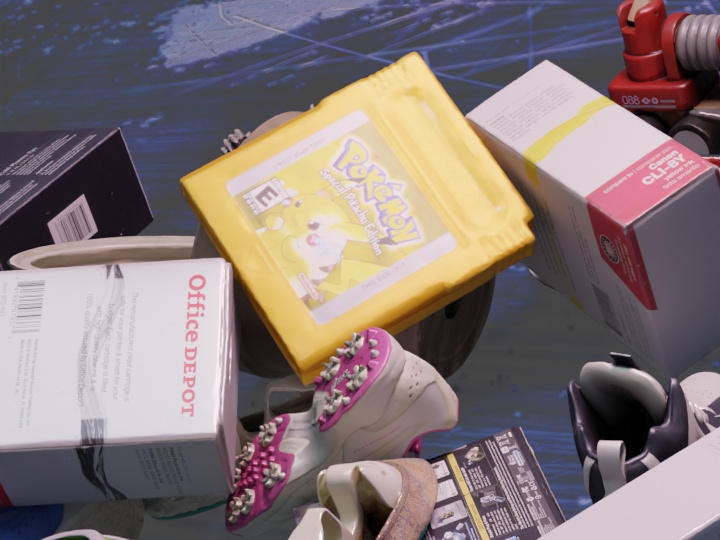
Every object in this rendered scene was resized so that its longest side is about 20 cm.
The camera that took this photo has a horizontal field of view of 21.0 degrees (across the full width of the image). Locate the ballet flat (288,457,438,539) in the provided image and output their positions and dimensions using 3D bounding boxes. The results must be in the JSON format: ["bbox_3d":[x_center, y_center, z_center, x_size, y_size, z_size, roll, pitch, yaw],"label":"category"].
[{"bbox_3d":[-0.007,0.155,1.135,0.067,0.068,0.200,-11,28,27],"label":"ballet flat"}]

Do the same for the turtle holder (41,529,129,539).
[{"bbox_3d":[-0.142,0.222,1.100,0.140,0.133,0.185,-35,18,-24],"label":"turtle holder"}]

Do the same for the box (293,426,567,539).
[{"bbox_3d":[0.051,0.182,1.171,0.160,0.049,0.200,-19,25,-2],"label":"box"}]

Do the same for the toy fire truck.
[{"bbox_3d":[0.286,-0.197,1.578,0.175,0.201,0.129,5,34,41],"label":"toy fire truck"}]

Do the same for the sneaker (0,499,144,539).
[{"bbox_3d":[-0.251,0.198,1.317,0.111,0.077,0.200,9,38,44],"label":"sneaker"}]

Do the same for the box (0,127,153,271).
[{"bbox_3d":[-0.330,-0.042,1.815,0.181,0.105,0.200,2,33,36],"label":"box"}]

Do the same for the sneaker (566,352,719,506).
[{"bbox_3d":[0.181,0.088,1.170,0.079,0.131,0.199,1,32,34],"label":"sneaker"}]

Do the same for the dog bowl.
[{"bbox_3d":[-0.180,0.022,1.555,0.198,0.075,0.200,-1,10,0],"label":"dog bowl"}]

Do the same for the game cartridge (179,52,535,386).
[{"bbox_3d":[0.001,-0.041,1.349,0.199,0.033,0.177,-30,67,-11],"label":"game cartridge"}]

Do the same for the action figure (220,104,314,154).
[{"bbox_3d":[-0.055,-0.095,1.735,0.118,0.103,0.201,-24,25,17],"label":"action figure"}]

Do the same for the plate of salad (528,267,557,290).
[{"bbox_3d":[0.221,-0.041,1.495,0.198,0.048,0.201,-16,26,8],"label":"plate of salad"}]

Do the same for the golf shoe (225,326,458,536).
[{"bbox_3d":[-0.015,0.123,1.275,0.200,0.091,0.076,-45,30,36],"label":"golf shoe"}]

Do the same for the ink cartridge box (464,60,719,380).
[{"bbox_3d":[0.172,-0.040,1.363,0.083,0.146,0.200,-34,40,-13],"label":"ink cartridge box"}]

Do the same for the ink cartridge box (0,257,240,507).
[{"bbox_3d":[-0.181,0.076,1.307,0.198,0.084,0.146,-3,54,4],"label":"ink cartridge box"}]

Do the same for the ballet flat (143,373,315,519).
[{"bbox_3d":[-0.069,0.111,1.375,0.198,0.072,0.072,-20,25,-1],"label":"ballet flat"}]

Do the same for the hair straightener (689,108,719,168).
[{"bbox_3d":[0.348,-0.113,1.478,0.198,0.078,0.041,4,4,16],"label":"hair straightener"}]

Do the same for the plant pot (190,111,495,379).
[{"bbox_3d":[0.000,0.000,1.436,0.172,0.202,0.200,18,41,28],"label":"plant pot"}]

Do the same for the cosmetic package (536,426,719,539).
[{"bbox_3d":[0.202,0.153,1.064,0.199,0.102,0.071,-28,26,-19],"label":"cosmetic package"}]
